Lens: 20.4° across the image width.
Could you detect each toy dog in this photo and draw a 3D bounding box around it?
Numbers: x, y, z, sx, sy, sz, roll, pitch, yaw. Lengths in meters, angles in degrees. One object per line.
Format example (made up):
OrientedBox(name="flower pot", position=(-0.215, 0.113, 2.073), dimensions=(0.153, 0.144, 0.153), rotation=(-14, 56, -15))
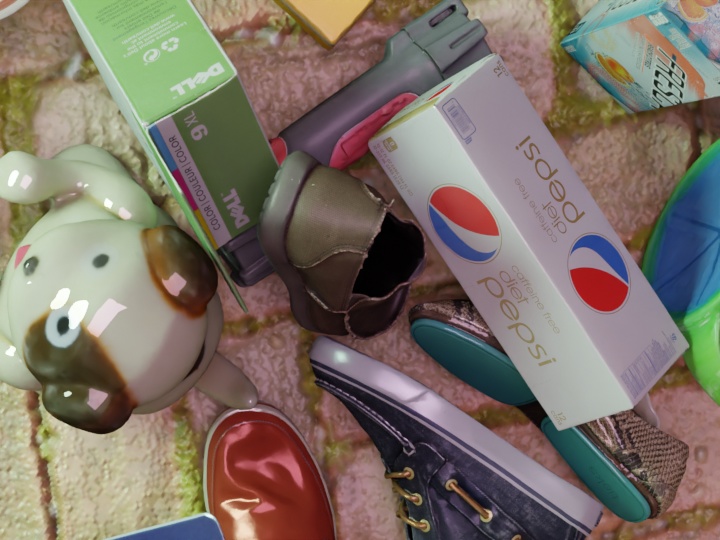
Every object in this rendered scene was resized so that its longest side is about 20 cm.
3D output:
OrientedBox(name="toy dog", position=(-0.139, 0.027, 1.068), dimensions=(0.139, 0.200, 0.194), rotation=(-44, 95, -5))

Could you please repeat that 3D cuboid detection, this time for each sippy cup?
OrientedBox(name="sippy cup", position=(0.253, 0.002, 1.167), dimensions=(0.130, 0.140, 0.179), rotation=(28, 95, -19))

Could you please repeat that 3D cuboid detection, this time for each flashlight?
OrientedBox(name="flashlight", position=(-0.005, -0.071, 1.158), dimensions=(0.199, 0.068, 0.068), rotation=(-34, 61, -11))

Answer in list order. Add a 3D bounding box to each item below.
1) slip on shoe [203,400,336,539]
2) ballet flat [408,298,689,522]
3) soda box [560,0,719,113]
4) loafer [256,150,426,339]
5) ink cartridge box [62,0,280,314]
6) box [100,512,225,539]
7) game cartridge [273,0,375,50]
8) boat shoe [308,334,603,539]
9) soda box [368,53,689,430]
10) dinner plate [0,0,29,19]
OrientedBox(name="slip on shoe", position=(-0.045, 0.174, 1.153), dimensions=(0.073, 0.061, 0.202), rotation=(-10, 90, -6))
OrientedBox(name="ballet flat", position=(0.116, 0.065, 1.181), dimensions=(0.200, 0.068, 0.076), rotation=(40, 63, -12))
OrientedBox(name="soda box", position=(0.178, -0.137, 1.113), dimensions=(0.064, 0.200, 0.068), rotation=(44, 85, -7))
OrientedBox(name="loafer", position=(0.000, 0.000, 1.087), dimensions=(0.070, 0.200, 0.074), rotation=(20, 82, 17))
OrientedBox(name="ink cartridge box", position=(-0.091, -0.084, 1.069), dimensions=(0.059, 0.200, 0.104), rotation=(-29, 139, -5))
OrientedBox(name="box", position=(-0.082, 0.235, 1.127), dimensions=(0.120, 0.032, 0.202), rotation=(-18, 95, 35))
OrientedBox(name="game cartridge", position=(-0.033, -0.261, 1.170), dimensions=(0.200, 0.032, 0.177), rotation=(42, 85, -4))
OrientedBox(name="boat shoe", position=(0.040, 0.123, 1.159), dimensions=(0.199, 0.071, 0.091), rotation=(33, 87, -7))
OrientedBox(name="soda box", position=(0.093, -0.014, 1.109), dimensions=(0.064, 0.068, 0.201), rotation=(-39, 99, -37))
OrientedBox(name="dinner plate", position=(-0.252, -0.223, 1.098), dimensions=(0.199, 0.024, 0.202), rotation=(15, 65, -35))
